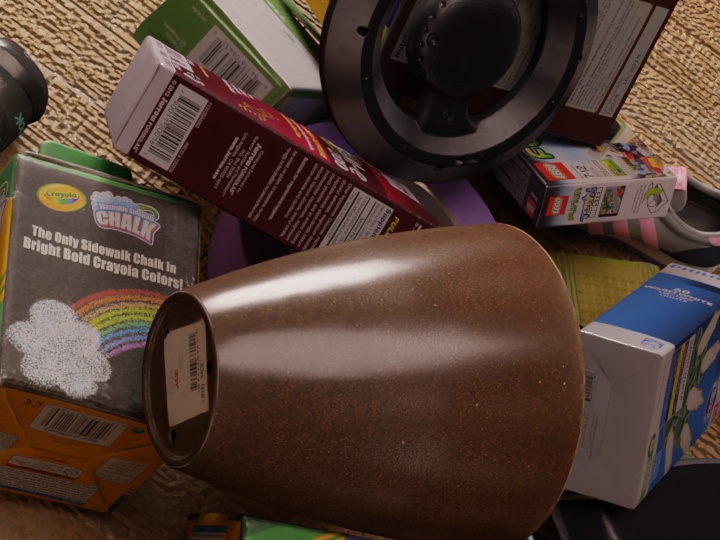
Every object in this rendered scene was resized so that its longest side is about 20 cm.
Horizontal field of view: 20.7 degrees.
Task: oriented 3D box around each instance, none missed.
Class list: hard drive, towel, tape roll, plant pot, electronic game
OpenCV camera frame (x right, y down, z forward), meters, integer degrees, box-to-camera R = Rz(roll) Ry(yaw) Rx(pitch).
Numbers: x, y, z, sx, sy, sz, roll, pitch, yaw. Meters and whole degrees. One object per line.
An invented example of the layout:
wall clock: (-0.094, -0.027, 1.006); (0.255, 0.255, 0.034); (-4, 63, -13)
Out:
hard drive: (0.211, 0.187, 1.290); (0.199, 0.042, 0.136); (-3, 66, -50)
towel: (0.167, 0.072, 1.397); (0.142, 0.023, 0.202); (9, 58, -23)
tape roll: (0.000, 0.000, 1.329); (0.198, 0.066, 0.202); (13, 55, -19)
plant pot: (-0.011, 0.061, 1.079); (0.199, 0.187, 0.188); (4, 59, -31)
electronic game: (0.065, -0.149, 1.252); (0.198, 0.202, 0.042); (-2, 28, -28)

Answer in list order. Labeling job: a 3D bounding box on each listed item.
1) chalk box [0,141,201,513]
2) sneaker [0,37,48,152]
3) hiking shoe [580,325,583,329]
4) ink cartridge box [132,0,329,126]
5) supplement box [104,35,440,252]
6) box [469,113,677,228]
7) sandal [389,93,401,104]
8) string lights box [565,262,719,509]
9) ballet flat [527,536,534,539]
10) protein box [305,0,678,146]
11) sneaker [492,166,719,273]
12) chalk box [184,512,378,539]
chalk box: (-0.175, 0.020, 1.174); (0.124, 0.124, 0.201); (17, 53, -25)
sneaker: (-0.297, -0.146, 1.263); (0.199, 0.075, 0.080); (34, 53, -4)
hiking shoe: (0.102, 0.059, 1.282); (0.075, 0.086, 0.200); (60, 14, 18)
ink cartridge box: (-0.070, -0.142, 1.360); (0.104, 0.059, 0.200); (48, 14, 7)
supplement box: (-0.056, -0.063, 1.212); (0.199, 0.061, 0.109); (30, 8, -17)
box: (0.130, -0.101, 1.420); (0.109, 0.035, 0.200); (-5, 36, -26)
sandal: (0.002, -0.158, 1.414); (0.076, 0.043, 0.200); (27, 27, -3)
string lights box: (0.189, 0.069, 1.278); (0.059, 0.104, 0.200); (15, 19, 22)
ballet flat: (0.110, 0.238, 1.247); (0.070, 0.067, 0.201); (-28, 74, -12)
protein box: (0.079, -0.210, 1.372); (0.199, 0.136, 0.199); (12, 29, -29)
sneaker: (0.198, -0.059, 1.456); (0.198, 0.082, 0.071); (16, 55, -18)
chalk box: (-0.002, 0.216, 1.134); (0.198, 0.125, 0.125); (12, 79, -20)
